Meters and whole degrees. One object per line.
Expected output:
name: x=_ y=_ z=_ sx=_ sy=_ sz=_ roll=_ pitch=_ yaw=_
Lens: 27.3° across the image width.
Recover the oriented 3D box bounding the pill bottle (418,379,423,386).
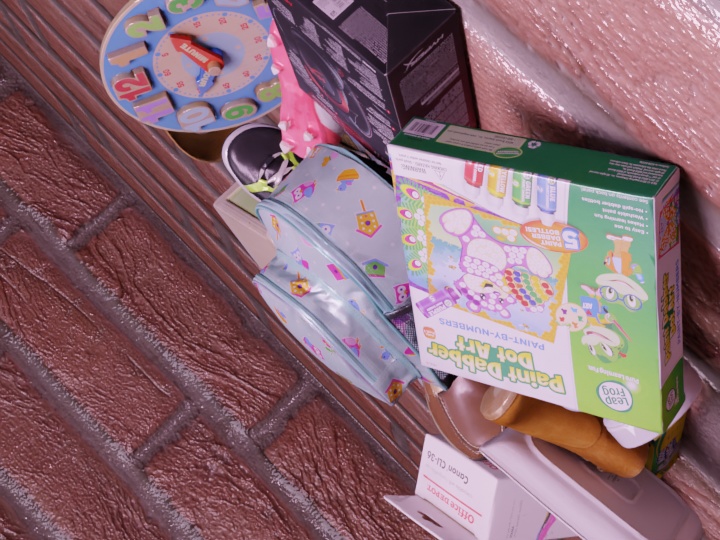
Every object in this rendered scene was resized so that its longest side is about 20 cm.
pill bottle: x=0.127 y=0.097 z=1.523 sx=0.116 sy=0.116 sz=0.200 roll=49 pitch=170 yaw=-10

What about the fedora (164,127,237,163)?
fedora: x=-0.132 y=-0.205 z=1.426 sx=0.081 sy=0.201 sz=0.201 roll=-1 pitch=143 yaw=27

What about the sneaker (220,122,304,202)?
sneaker: x=-0.038 y=-0.072 z=1.373 sx=0.199 sy=0.072 sz=0.083 roll=35 pitch=174 yaw=-7

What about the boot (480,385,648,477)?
boot: x=0.177 y=0.123 z=1.230 sx=0.144 sy=0.071 sz=0.201 roll=37 pitch=-171 yaw=4

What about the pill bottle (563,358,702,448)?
pill bottle: x=0.167 y=0.036 z=1.133 sx=0.200 sy=0.112 sz=0.112 roll=48 pitch=170 yaw=-5

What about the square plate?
square plate: x=0.213 y=0.189 z=1.300 sx=0.198 sy=0.029 sz=0.200 roll=39 pitch=-161 yaw=12

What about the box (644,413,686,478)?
box: x=0.240 y=0.126 z=1.361 sx=0.117 sy=0.048 sz=0.200 roll=42 pitch=167 yaw=22

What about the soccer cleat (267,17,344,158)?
soccer cleat: x=-0.037 y=-0.181 z=1.298 sx=0.066 sy=0.077 sz=0.201 roll=24 pitch=142 yaw=19

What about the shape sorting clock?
shape sorting clock: x=-0.130 y=-0.189 z=1.302 sx=0.200 sy=0.199 sz=0.039 roll=62 pitch=-168 yaw=-56

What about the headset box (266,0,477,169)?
headset box: x=0.009 y=-0.162 z=1.137 sx=0.149 sy=0.075 sz=0.200 roll=43 pitch=169 yaw=24

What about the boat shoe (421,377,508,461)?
boat shoe: x=0.081 y=0.080 z=1.370 sx=0.201 sy=0.075 sz=0.074 roll=66 pitch=-176 yaw=32

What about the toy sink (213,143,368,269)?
toy sink: x=-0.037 y=-0.050 z=1.484 sx=0.200 sy=0.130 sz=0.112 roll=33 pitch=163 yaw=54

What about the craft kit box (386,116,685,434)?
craft kit box: x=0.123 y=0.003 z=1.023 sx=0.199 sy=0.049 sz=0.198 roll=14 pitch=134 yaw=31

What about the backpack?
backpack: x=0.000 y=0.000 z=1.216 sx=0.201 sy=0.153 sz=0.176 roll=58 pitch=167 yaw=-29

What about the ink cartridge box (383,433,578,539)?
ink cartridge box: x=0.134 y=0.202 z=1.393 sx=0.199 sy=0.068 sz=0.116 roll=1 pitch=-165 yaw=-35

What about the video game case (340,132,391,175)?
video game case: x=-0.007 y=-0.127 z=1.489 sx=0.200 sy=0.022 sz=0.182 roll=35 pitch=164 yaw=50
